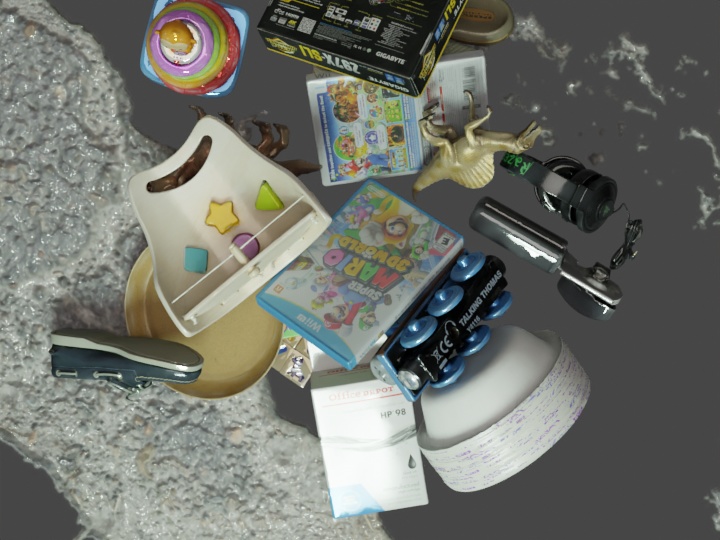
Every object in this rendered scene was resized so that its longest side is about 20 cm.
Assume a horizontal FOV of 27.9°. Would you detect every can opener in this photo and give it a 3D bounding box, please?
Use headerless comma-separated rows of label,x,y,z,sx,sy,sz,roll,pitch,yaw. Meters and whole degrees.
can opener,0.209,-0.007,1.659,0.198,0.053,0.067,30,119,3

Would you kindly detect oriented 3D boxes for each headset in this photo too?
headset,0.238,-0.073,1.625,0.198,0.123,0.095,22,100,-27

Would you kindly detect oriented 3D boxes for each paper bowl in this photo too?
paper bowl,0.147,0.140,1.597,0.200,0.201,0.105,-36,103,4

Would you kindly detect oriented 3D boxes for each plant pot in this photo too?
plant pot,-0.176,0.047,1.659,0.197,0.027,0.203,3,100,16

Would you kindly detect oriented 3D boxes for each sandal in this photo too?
sandal,0.077,-0.294,1.616,0.197,0.054,0.081,3,66,-3

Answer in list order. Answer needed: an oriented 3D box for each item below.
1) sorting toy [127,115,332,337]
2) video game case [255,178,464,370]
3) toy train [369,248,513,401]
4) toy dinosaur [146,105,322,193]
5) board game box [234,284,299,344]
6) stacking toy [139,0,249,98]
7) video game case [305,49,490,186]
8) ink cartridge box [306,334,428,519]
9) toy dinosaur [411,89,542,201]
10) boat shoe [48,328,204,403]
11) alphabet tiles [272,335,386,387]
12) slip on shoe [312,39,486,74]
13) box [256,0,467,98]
sorting toy,-0.156,-0.063,1.563,0.199,0.107,0.181,-38,88,4
video game case,0.000,0.000,1.599,0.142,0.018,0.200,33,67,26
toy train,0.086,0.058,1.598,0.087,0.114,0.200,52,56,-20
toy dinosaur,-0.147,-0.107,1.638,0.197,0.086,0.138,11,96,-5
board game box,-0.049,0.022,1.661,0.197,0.030,0.097,-10,97,4
stacking toy,-0.188,-0.246,1.562,0.114,0.200,0.111,15,96,-2
video game case,0.046,-0.170,1.624,0.197,0.018,0.145,-8,130,1
ink cartridge box,0.006,0.172,1.660,0.114,0.067,0.203,-10,104,2
toy dinosaur,0.101,-0.131,1.588,0.199,0.058,0.102,-23,105,39
boat shoe,-0.269,0.110,1.646,0.197,0.075,0.063,7,101,17
alphabet tiles,-0.049,0.050,1.682,0.199,0.008,0.168,34,98,-1
slip on shoe,0.045,-0.221,1.638,0.197,0.075,0.062,-8,131,-5
box,0.007,-0.291,1.573,0.198,0.049,0.161,20,74,22
